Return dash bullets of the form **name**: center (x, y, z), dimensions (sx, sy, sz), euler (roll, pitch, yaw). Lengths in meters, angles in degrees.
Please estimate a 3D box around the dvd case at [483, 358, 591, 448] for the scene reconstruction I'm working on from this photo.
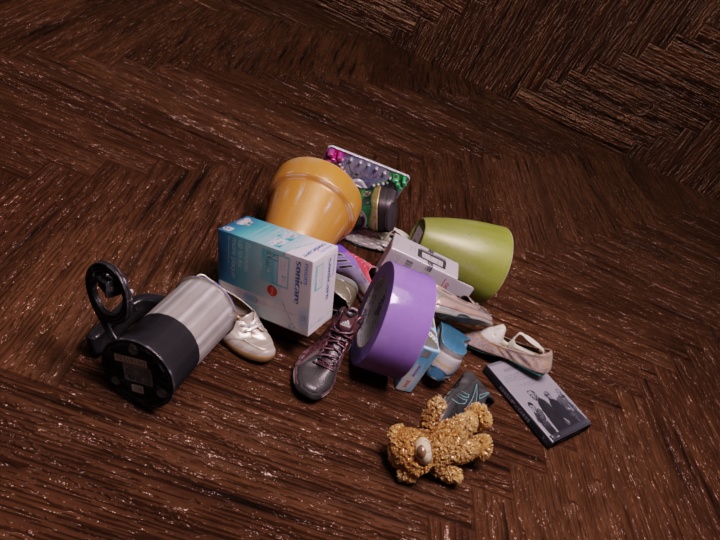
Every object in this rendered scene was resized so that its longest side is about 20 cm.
- **dvd case**: center (0.365, 0.261, 1.272), dimensions (0.150, 0.025, 0.200), euler (-6, 46, -41)

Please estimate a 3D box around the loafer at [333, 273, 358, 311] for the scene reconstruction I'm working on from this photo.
- **loafer**: center (-0.097, 0.029, 1.196), dimensions (0.199, 0.075, 0.070), euler (16, 35, -13)

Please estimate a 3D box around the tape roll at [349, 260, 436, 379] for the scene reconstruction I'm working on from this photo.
- **tape roll**: center (0.056, 0.090, 1.116), dimensions (0.085, 0.200, 0.200), euler (20, 34, -11)

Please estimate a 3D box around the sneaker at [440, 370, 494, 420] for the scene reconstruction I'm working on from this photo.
- **sneaker**: center (0.183, 0.250, 1.110), dimensions (0.079, 0.076, 0.200), euler (41, 36, 14)

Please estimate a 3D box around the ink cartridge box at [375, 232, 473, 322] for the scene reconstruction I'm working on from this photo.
- **ink cartridge box**: center (0.135, 0.018, 1.344), dimensions (0.199, 0.116, 0.068), euler (26, 34, -6)

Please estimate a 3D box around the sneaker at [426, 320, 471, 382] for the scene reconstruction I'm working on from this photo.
- **sneaker**: center (0.169, 0.158, 1.227), dimensions (0.076, 0.081, 0.200), euler (32, 14, 9)

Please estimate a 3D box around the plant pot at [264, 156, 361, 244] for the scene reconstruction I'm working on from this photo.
- **plant pot**: center (-0.116, -0.099, 1.267), dimensions (0.200, 0.200, 0.184), euler (25, 49, -6)

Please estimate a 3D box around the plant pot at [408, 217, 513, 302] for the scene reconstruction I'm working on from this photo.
- **plant pot**: center (0.216, -0.044, 1.417), dimensions (0.199, 0.187, 0.187), euler (18, 35, -16)

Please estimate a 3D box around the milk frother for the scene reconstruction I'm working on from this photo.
- **milk frother**: center (-0.295, 0.057, 0.907), dimensions (0.180, 0.200, 0.188), euler (26, 33, 4)

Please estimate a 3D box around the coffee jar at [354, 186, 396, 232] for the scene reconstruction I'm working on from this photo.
- **coffee jar**: center (-0.016, -0.144, 1.399), dimensions (0.199, 0.105, 0.086), euler (6, 45, 7)

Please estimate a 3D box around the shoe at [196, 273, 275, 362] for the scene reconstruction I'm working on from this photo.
- **shoe**: center (-0.222, 0.081, 1.057), dimensions (0.200, 0.053, 0.070), euler (38, 35, 14)

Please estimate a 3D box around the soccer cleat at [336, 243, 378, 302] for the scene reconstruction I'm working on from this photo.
- **soccer cleat**: center (0.000, 0.000, 1.307), dimensions (0.068, 0.073, 0.200), euler (-9, 49, -43)

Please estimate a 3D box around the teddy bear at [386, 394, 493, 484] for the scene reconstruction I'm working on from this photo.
- **teddy bear**: center (0.141, 0.280, 1.001), dimensions (0.199, 0.146, 0.067), euler (14, 2, -30)

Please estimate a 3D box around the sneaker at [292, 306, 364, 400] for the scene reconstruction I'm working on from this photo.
- **sneaker**: center (-0.050, 0.125, 1.067), dimensions (0.075, 0.116, 0.200), euler (28, 33, 0)

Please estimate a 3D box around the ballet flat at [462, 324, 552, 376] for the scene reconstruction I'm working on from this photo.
- **ballet flat**: center (0.312, 0.154, 1.302), dimensions (0.199, 0.067, 0.068), euler (20, 23, 11)

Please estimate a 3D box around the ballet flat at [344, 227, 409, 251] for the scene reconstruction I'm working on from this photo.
- **ballet flat**: center (0.055, -0.081, 1.463), dimensions (0.199, 0.072, 0.072), euler (18, 35, -15)

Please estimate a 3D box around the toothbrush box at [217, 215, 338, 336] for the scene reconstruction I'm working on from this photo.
- **toothbrush box**: center (-0.147, 0.007, 1.076), dimensions (0.199, 0.147, 0.085), euler (19, 30, 22)

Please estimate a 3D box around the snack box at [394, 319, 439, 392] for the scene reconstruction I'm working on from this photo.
- **snack box**: center (0.099, 0.120, 1.183), dimensions (0.037, 0.116, 0.200), euler (18, 35, -15)

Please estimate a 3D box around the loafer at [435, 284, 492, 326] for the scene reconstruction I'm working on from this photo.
- **loafer**: center (0.210, 0.074, 1.276), dimensions (0.200, 0.072, 0.063), euler (16, 77, -40)

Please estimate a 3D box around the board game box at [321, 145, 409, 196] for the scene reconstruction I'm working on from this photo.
- **board game box**: center (-0.014, -0.186, 1.438), dimensions (0.199, 0.200, 0.026), euler (20, 53, -12)
